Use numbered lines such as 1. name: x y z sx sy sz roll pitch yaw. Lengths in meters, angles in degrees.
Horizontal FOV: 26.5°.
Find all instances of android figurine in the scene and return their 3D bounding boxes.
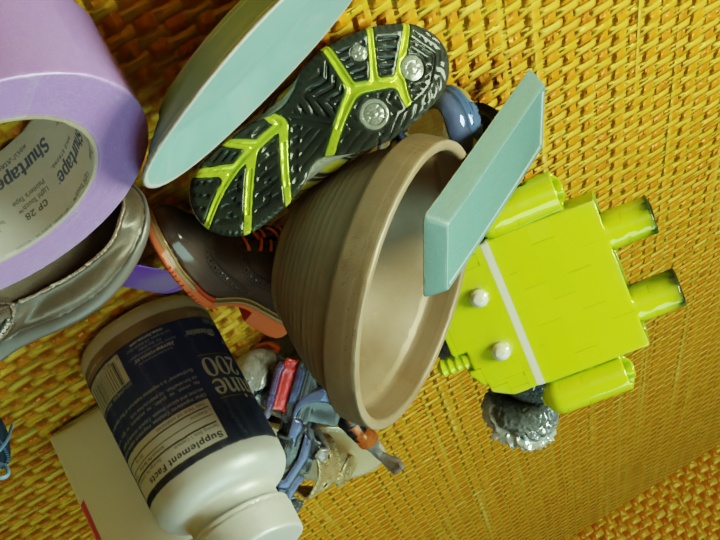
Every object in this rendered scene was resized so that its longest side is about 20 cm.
1. android figurine: 0.141 0.020 1.165 0.198 0.184 0.041 -20 -166 11

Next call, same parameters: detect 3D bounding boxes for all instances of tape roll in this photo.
1. tape roll: -0.216 -0.061 0.821 0.198 0.066 0.201 -29 158 -12

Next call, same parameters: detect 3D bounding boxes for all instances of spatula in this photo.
1. spatula: -0.202 0.012 1.041 0.198 0.021 0.056 -8 173 -41

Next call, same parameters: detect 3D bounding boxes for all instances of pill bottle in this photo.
1. pill bottle: -0.125 0.129 1.164 0.110 0.201 0.111 -27 159 -11

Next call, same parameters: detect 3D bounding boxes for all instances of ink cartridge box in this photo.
1. ink cartridge box: -0.175 0.207 1.334 0.082 0.148 0.200 -30 158 -1

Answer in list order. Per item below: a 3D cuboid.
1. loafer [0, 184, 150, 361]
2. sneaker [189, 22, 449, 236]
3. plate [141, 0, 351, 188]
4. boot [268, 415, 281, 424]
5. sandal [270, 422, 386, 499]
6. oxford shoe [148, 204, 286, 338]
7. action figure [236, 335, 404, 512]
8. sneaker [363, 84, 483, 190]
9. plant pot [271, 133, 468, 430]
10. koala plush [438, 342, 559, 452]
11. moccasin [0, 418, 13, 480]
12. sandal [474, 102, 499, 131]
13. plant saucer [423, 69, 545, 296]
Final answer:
1. loafer: -0.218 0.006 0.945 0.199 0.073 0.071 -38 139 -7
2. sneaker: -0.032 -0.099 1.012 0.199 0.076 0.076 -33 -171 -6
3. plate: -0.061 -0.127 0.875 0.200 0.026 0.200 -46 178 -2
4. boot: -0.085 0.172 1.484 0.096 0.075 0.200 -14 154 -44
5. sandal: -0.062 0.182 1.422 0.210 0.070 0.078 20 123 -30
6. oxford shoe: -0.084 -0.014 1.081 0.072 0.072 0.200 -35 154 14
7. action figure: -0.042 0.126 1.368 0.192 0.104 0.202 20 96 -34
8. sneaker: 0.017 -0.056 1.136 0.087 0.076 0.201 -12 150 -40
9. plant pot: 0.000 0.000 1.050 0.201 0.092 0.204 15 90 -70
10. koala plush: 0.123 0.042 1.279 0.182 0.200 0.179 12 116 -39
11. moccasin: -0.304 0.129 1.099 0.080 0.069 0.200 -33 159 2
12. sandal: 0.060 -0.052 1.216 0.201 0.075 0.048 -48 174 34
13. plant saucer: 0.091 -0.064 1.088 0.201 0.019 0.071 -54 152 -44
